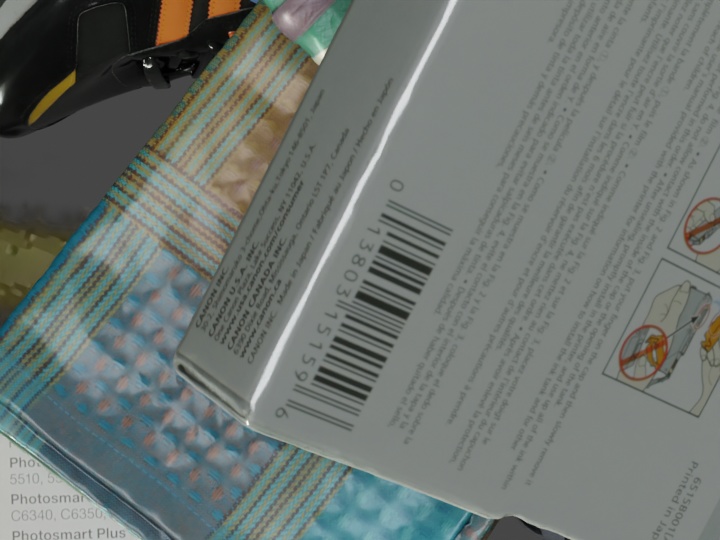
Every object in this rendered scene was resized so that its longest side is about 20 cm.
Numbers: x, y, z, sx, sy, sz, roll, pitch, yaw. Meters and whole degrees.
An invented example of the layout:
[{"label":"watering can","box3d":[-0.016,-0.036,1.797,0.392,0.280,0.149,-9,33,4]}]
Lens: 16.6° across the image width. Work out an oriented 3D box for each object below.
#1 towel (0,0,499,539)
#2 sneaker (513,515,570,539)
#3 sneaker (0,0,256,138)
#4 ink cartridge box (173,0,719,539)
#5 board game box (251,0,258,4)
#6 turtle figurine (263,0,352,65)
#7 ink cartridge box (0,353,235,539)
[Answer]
[{"label":"towel","box3d":[0.000,0.000,0.695,0.147,0.022,0.200,36,85,9]},{"label":"sneaker","box3d":[0.058,-0.011,0.783,0.074,0.088,0.200,-3,80,5]},{"label":"sneaker","box3d":[-0.034,-0.090,0.797,0.200,0.070,0.090,-36,83,2]},{"label":"ink cartridge box","box3d":[0.069,-0.030,0.646,0.174,0.044,0.200,24,94,-37]},{"label":"board game box","box3d":[0.014,-0.133,0.746,0.200,0.034,0.135,28,83,9]},{"label":"turtle figurine","box3d":[-0.028,-0.134,0.677,0.200,0.101,0.150,3,73,21]},{"label":"ink cartridge box","box3d":[-0.041,0.096,0.766,0.125,0.129,0.200,-1,89,5]}]
